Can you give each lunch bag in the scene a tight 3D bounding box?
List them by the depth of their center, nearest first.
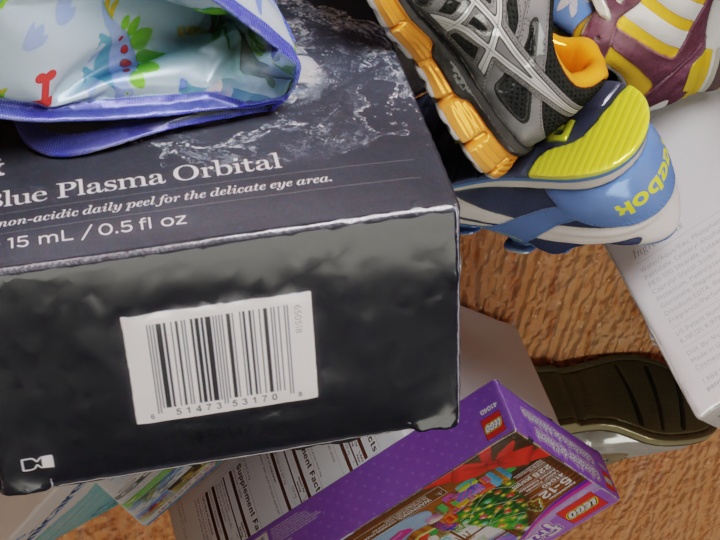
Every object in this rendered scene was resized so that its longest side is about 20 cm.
[{"bbox_3d":[-0.129,-0.145,0.661,0.198,0.171,0.128,8,134,-33],"label":"lunch bag"}]

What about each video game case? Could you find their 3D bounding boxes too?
[{"bbox_3d":[-0.080,0.076,0.903,0.143,0.018,0.200,-41,168,-10],"label":"video game case"}]

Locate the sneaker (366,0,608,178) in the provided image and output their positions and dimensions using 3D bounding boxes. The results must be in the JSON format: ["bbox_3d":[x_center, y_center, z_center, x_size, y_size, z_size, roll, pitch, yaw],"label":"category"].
[{"bbox_3d":[0.044,-0.128,0.728,0.077,0.079,0.200,-28,136,12],"label":"sneaker"}]

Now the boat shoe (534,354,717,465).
[{"bbox_3d":[0.172,0.111,1.240,0.197,0.075,0.069,5,144,-21],"label":"boat shoe"}]

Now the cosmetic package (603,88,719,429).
[{"bbox_3d":[0.215,-0.022,0.940,0.122,0.201,0.199,-34,158,15],"label":"cosmetic package"}]

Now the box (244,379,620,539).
[{"bbox_3d":[0.040,0.153,0.992,0.199,0.039,0.137,-35,142,18],"label":"box"}]

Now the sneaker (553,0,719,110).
[{"bbox_3d":[0.132,-0.146,0.776,0.089,0.075,0.201,-19,140,-7],"label":"sneaker"}]

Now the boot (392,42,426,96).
[{"bbox_3d":[0.020,-0.156,0.826,0.198,0.070,0.174,-27,148,19],"label":"boot"}]

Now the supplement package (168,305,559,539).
[{"bbox_3d":[0.003,0.128,1.102,0.200,0.148,0.190,-41,140,25],"label":"supplement package"}]

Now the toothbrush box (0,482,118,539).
[{"bbox_3d":[-0.148,0.076,0.940,0.146,0.086,0.199,-46,170,30],"label":"toothbrush box"}]

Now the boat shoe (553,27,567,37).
[{"bbox_3d":[0.103,-0.155,0.863,0.071,0.061,0.202,-19,144,-3],"label":"boat shoe"}]

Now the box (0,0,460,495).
[{"bbox_3d":[-0.072,-0.024,0.720,0.194,0.201,0.119,-8,127,-8],"label":"box"}]

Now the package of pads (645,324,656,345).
[{"bbox_3d":[0.313,0.020,1.184,0.199,0.076,0.120,-34,144,17],"label":"package of pads"}]

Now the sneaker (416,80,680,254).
[{"bbox_3d":[0.078,-0.046,0.852,0.082,0.199,0.074,44,67,-36],"label":"sneaker"}]
